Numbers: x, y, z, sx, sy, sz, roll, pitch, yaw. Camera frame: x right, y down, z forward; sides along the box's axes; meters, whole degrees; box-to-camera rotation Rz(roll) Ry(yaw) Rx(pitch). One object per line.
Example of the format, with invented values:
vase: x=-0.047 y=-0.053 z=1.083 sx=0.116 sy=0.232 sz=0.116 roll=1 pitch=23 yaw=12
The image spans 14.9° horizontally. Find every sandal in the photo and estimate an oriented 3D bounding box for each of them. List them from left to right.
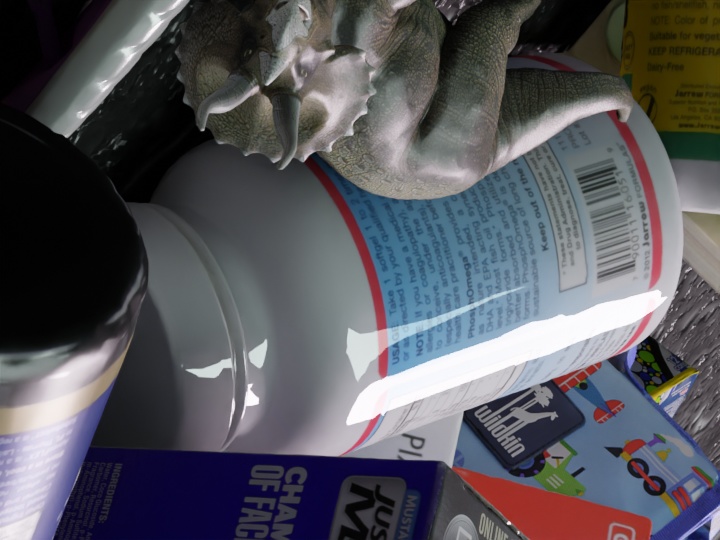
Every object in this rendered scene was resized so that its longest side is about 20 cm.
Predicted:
sandal: x=-0.049 y=-0.104 z=0.727 sx=0.203 sy=0.050 sz=0.083 roll=-46 pitch=-175 yaw=29

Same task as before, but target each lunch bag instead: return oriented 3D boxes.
lunch bag: x=0.038 y=0.091 z=1.075 sx=0.200 sy=0.151 sz=0.094 roll=-38 pitch=157 yaw=-19

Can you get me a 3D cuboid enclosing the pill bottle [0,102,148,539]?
pill bottle: x=-0.135 y=0.059 z=0.721 sx=0.112 sy=0.112 sz=0.201 roll=-27 pitch=149 yaw=-49

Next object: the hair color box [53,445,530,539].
hair color box: x=-0.043 y=0.101 z=0.831 sx=0.109 sy=0.199 sz=0.065 roll=44 pitch=52 yaw=-50

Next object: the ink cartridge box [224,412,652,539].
ink cartridge box: x=0.014 y=0.130 z=0.960 sx=0.044 sy=0.172 sz=0.201 roll=105 pitch=-2 yaw=-48

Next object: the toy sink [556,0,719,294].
toy sink: x=0.167 y=-0.076 z=1.092 sx=0.112 sy=0.130 sz=0.200 roll=-50 pitch=165 yaw=20

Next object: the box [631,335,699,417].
box: x=0.072 y=0.078 z=1.271 sx=0.200 sy=0.070 sz=0.065 roll=-25 pitch=146 yaw=-52

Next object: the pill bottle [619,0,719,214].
pill bottle: x=0.148 y=-0.119 z=0.953 sx=0.113 sy=0.112 sz=0.201 roll=1 pitch=94 yaw=-66

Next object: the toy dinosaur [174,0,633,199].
toy dinosaur: x=0.009 y=-0.064 z=0.821 sx=0.200 sy=0.077 sz=0.103 roll=26 pitch=84 yaw=-56

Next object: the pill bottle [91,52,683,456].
pill bottle: x=0.000 y=0.000 z=0.894 sx=0.199 sy=0.109 sz=0.109 roll=-17 pitch=143 yaw=-34
